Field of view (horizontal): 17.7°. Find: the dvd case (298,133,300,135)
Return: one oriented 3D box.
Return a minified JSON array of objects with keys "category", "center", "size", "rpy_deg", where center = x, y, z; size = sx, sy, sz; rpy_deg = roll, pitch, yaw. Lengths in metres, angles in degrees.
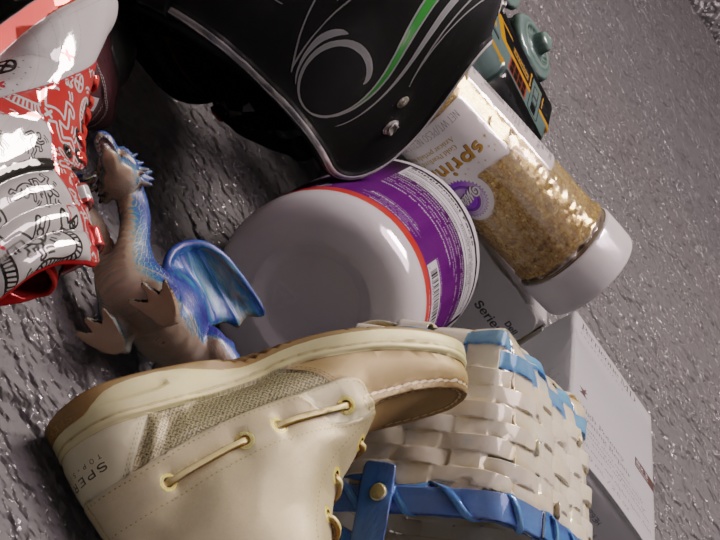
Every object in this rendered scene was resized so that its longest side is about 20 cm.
[{"category":"dvd case","center":[-0.045,-0.192,1.467],"size":[0.143,0.018,0.200],"rpy_deg":[112,-37,-54]}]

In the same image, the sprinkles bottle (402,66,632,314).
[{"category":"sprinkles bottle","center":[0.073,-0.064,1.367],"size":[0.200,0.068,0.068],"rpy_deg":[46,21,-16]}]

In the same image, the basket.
[{"category":"basket","center":[0.039,0.137,1.125],"size":[0.176,0.139,0.200],"rpy_deg":[47,44,-57]}]

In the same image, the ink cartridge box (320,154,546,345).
[{"category":"ink cartridge box","center":[0.049,-0.040,1.500],"size":[0.145,0.087,0.200],"rpy_deg":[51,18,-19]}]

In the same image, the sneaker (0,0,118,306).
[{"category":"sneaker","center":[-0.145,-0.052,1.010],"size":[0.108,0.067,0.201],"rpy_deg":[56,33,-9]}]

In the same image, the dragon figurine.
[{"category":"dragon figurine","center":[-0.084,0.024,1.093],"size":[0.200,0.059,0.099],"rpy_deg":[50,20,-24]}]

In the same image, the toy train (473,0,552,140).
[{"category":"toy train","center":[0.057,-0.157,1.423],"size":[0.200,0.085,0.114],"rpy_deg":[62,21,-24]}]

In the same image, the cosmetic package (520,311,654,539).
[{"category":"cosmetic package","center":[0.136,0.117,1.496],"size":[0.102,0.074,0.200],"rpy_deg":[53,20,-17]}]

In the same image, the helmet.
[{"category":"helmet","center":[-0.018,-0.164,1.227],"size":[0.200,0.191,0.200],"rpy_deg":[36,-13,9]}]

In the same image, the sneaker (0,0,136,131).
[{"category":"sneaker","center":[-0.169,-0.155,1.163],"size":[0.116,0.076,0.200],"rpy_deg":[22,50,-69]}]

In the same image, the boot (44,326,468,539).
[{"category":"boot","center":[-0.020,0.109,0.993],"size":[0.200,0.073,0.155],"rpy_deg":[-9,65,-33]}]

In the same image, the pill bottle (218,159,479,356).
[{"category":"pill bottle","center":[0.000,0.000,1.267],"size":[0.112,0.112,0.200],"rpy_deg":[58,17,-1]}]
